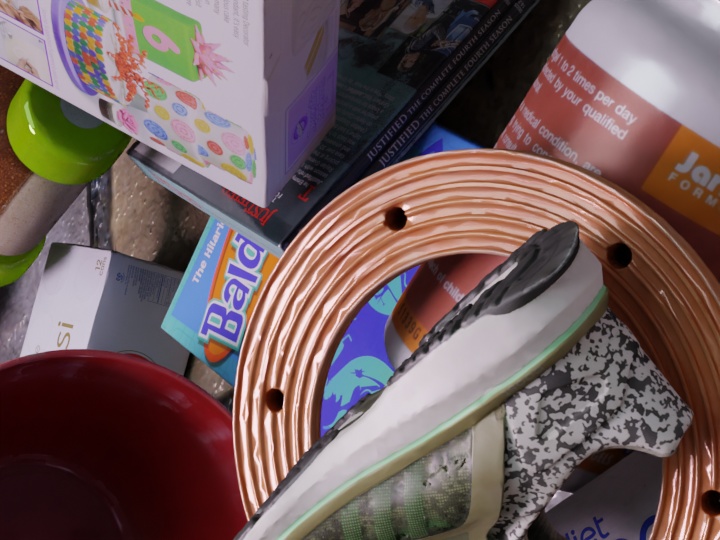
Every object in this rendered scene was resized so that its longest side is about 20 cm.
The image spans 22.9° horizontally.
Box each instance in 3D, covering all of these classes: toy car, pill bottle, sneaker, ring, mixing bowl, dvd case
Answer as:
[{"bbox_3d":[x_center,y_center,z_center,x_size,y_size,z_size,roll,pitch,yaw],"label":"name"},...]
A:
[{"bbox_3d":[-0.197,-0.118,0.874,0.158,0.200,0.164,-56,10,-34],"label":"toy car"},{"bbox_3d":[0.102,-0.027,0.641,0.200,0.112,0.112,-59,41,16],"label":"pill bottle"},{"bbox_3d":[0.025,0.079,0.567,0.089,0.077,0.200,45,120,1],"label":"sneaker"},{"bbox_3d":[0.043,0.059,0.600,0.200,0.019,0.201,2,94,32],"label":"ring"},{"bbox_3d":[-0.142,0.139,0.818,0.108,0.200,0.201,-14,65,64],"label":"mixing bowl"},{"bbox_3d":[-0.004,-0.102,0.809,0.200,0.022,0.146,-48,39,-10],"label":"dvd case"}]

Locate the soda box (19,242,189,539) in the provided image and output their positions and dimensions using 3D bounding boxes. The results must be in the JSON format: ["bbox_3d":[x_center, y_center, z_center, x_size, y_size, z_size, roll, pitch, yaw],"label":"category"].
[{"bbox_3d":[-0.145,0.090,0.923,0.068,0.064,0.200,8,81,52],"label":"soda box"}]

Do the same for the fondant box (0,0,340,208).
[{"bbox_3d":[-0.105,-0.128,0.717,0.200,0.144,0.058,30,60,16],"label":"fondant box"}]

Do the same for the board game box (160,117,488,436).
[{"bbox_3d":[0.000,0.000,0.803,0.200,0.045,0.152,32,100,51],"label":"board game box"}]

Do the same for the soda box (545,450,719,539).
[{"bbox_3d":[0.105,0.108,0.621,0.200,0.063,0.068,-42,54,32],"label":"soda box"}]
